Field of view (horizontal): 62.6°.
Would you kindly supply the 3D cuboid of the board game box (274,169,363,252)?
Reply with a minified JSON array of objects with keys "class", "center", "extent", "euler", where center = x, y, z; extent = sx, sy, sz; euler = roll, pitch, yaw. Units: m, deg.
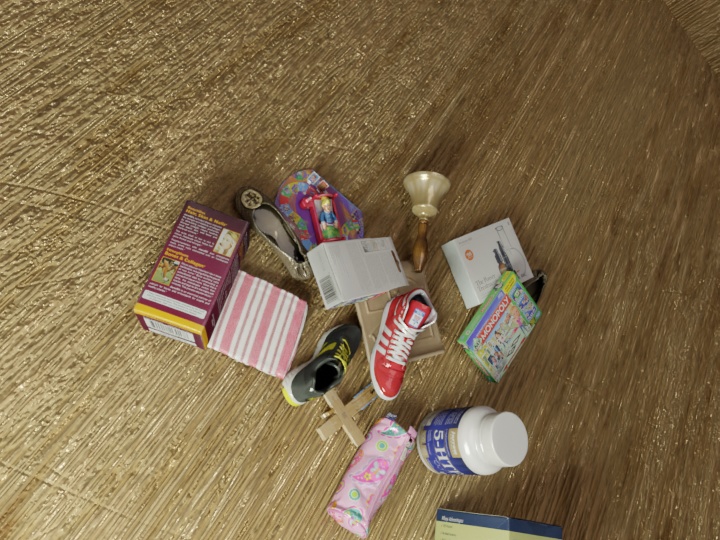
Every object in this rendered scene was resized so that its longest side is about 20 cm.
[{"class":"board game box","center":[-0.069,-0.105,1.143],"extent":[0.199,0.039,0.159],"euler":[38,58,-17]}]

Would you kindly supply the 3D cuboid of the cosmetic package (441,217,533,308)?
[{"class":"cosmetic package","center":[0.291,-0.020,1.346],"extent":[0.198,0.051,0.153],"euler":[-21,85,-35]}]

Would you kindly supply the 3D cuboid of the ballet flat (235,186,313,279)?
[{"class":"ballet flat","center":[-0.150,-0.068,1.063],"extent":[0.067,0.046,0.201],"euler":[-39,98,-24]}]

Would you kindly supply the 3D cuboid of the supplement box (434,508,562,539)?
[{"class":"supplement box","center":[0.234,0.540,1.039],"extent":[0.133,0.199,0.203],"euler":[20,66,-26]}]

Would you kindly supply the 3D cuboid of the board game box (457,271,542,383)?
[{"class":"board game box","center":[0.305,0.121,1.284],"extent":[0.135,0.029,0.201],"euler":[49,67,-24]}]

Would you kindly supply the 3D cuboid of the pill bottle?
[{"class":"pill bottle","center":[0.205,0.313,1.092],"extent":[0.118,0.199,0.122],"euler":[11,69,-29]}]

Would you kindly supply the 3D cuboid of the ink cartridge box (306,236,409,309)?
[{"class":"ink cartridge box","center":[0.000,0.000,1.098],"extent":[0.198,0.050,0.111],"euler":[-9,75,-50]}]

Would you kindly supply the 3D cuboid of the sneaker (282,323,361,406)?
[{"class":"sneaker","center":[-0.047,0.164,1.035],"extent":[0.200,0.084,0.075],"euler":[-46,112,-40]}]

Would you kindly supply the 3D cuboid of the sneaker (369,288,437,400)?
[{"class":"sneaker","center":[0.078,0.126,1.064],"extent":[0.070,0.112,0.203],"euler":[22,60,-22]}]

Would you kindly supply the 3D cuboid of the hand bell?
[{"class":"hand bell","center":[0.131,-0.092,1.231],"extent":[0.103,0.104,0.204],"euler":[18,66,-27]}]

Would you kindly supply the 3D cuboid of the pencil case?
[{"class":"pencil case","center":[0.023,0.354,1.032],"extent":[0.087,0.087,0.201],"euler":[45,57,-12]}]

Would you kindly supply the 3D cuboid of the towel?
[{"class":"towel","center":[-0.193,0.084,1.014],"extent":[0.198,0.030,0.149],"euler":[27,62,-20]}]

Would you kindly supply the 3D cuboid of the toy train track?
[{"class":"toy train track","center":[-0.010,0.245,1.081],"extent":[0.199,0.032,0.116],"euler":[-31,86,-41]}]

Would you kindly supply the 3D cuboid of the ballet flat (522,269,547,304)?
[{"class":"ballet flat","center":[0.392,0.069,1.385],"extent":[0.067,0.046,0.201],"euler":[47,56,-11]}]

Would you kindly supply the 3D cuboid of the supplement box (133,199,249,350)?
[{"class":"supplement box","center":[-0.260,0.006,0.938],"extent":[0.108,0.086,0.203],"euler":[19,63,-1]}]

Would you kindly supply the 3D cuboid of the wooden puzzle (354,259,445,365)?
[{"class":"wooden puzzle","center":[0.066,0.085,1.172],"extent":[0.183,0.046,0.203],"euler":[-7,75,-35]}]
